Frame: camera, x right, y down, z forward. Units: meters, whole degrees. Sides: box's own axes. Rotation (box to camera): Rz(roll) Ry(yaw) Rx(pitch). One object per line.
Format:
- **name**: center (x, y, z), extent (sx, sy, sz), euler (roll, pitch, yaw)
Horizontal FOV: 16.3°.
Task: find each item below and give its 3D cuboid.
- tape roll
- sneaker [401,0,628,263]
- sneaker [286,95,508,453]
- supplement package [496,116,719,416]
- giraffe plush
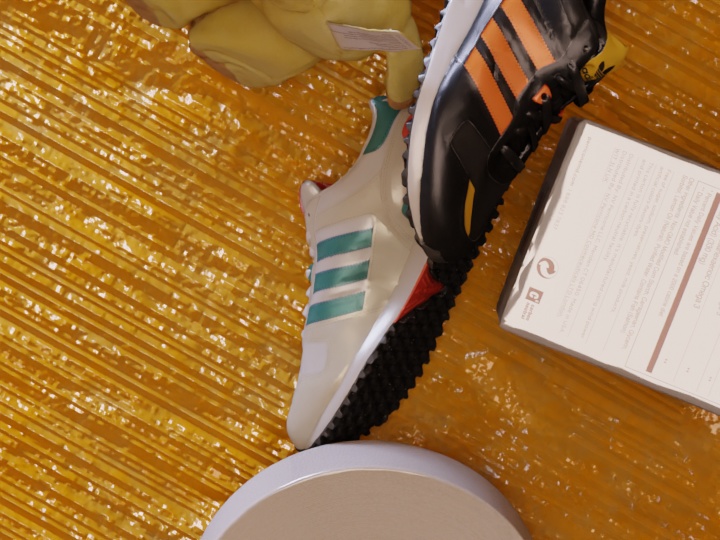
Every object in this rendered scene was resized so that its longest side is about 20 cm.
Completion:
- **tape roll**: center (0.004, 0.189, 1.347), extent (0.201, 0.037, 0.204), euler (0, 110, -1)
- **sneaker**: center (0.084, -0.097, 1.244), extent (0.089, 0.070, 0.202), euler (12, 80, 21)
- **sneaker**: center (0.000, 0.000, 1.349), extent (0.093, 0.070, 0.201), euler (34, 106, 26)
- **supplement package**: center (0.183, 0.009, 1.306), extent (0.199, 0.117, 0.118), euler (22, 94, 0)
- **giraffe plush**: center (-0.021, -0.196, 1.287), extent (0.199, 0.173, 0.163), euler (15, 70, 29)
